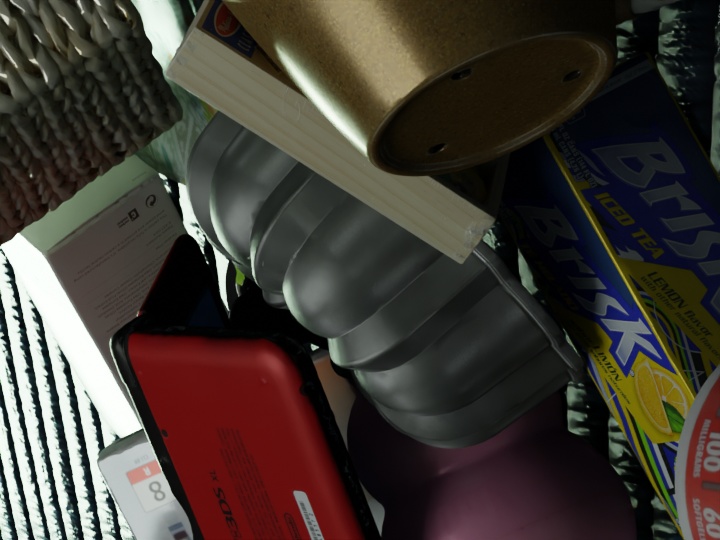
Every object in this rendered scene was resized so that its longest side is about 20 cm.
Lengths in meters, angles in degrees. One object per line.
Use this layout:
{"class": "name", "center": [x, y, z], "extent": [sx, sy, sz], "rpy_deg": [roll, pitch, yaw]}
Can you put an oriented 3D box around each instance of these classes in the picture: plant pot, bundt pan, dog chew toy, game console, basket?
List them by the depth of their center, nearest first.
{"class": "plant pot", "center": [0.008, -0.141, 0.819], "extent": [0.200, 0.186, 0.186], "rpy_deg": [68, 156, 20]}
{"class": "bundt pan", "center": [0.000, 0.000, 0.987], "extent": [0.202, 0.076, 0.202], "rpy_deg": [46, 176, 4]}
{"class": "dog chew toy", "center": [0.051, 0.086, 1.116], "extent": [0.200, 0.124, 0.125], "rpy_deg": [66, 153, 10]}
{"class": "game console", "center": [-0.030, 0.091, 1.123], "extent": [0.172, 0.119, 0.200], "rpy_deg": [0, 120, 43]}
{"class": "basket", "center": [-0.208, -0.126, 1.151], "extent": [0.200, 0.161, 0.198], "rpy_deg": [57, 176, 11]}

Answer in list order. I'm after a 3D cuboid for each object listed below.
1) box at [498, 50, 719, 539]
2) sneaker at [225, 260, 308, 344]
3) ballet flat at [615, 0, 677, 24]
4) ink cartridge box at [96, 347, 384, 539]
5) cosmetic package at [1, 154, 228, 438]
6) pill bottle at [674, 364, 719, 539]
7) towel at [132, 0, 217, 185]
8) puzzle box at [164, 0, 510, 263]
{"class": "box", "center": [0.130, 0.016, 0.962], "extent": [0.200, 0.070, 0.064], "rpy_deg": [60, 152, 2]}
{"class": "sneaker", "center": [-0.044, 0.007, 1.235], "extent": [0.072, 0.083, 0.200], "rpy_deg": [63, 153, -1]}
{"class": "ballet flat", "center": [0.120, -0.147, 0.855], "extent": [0.072, 0.068, 0.200], "rpy_deg": [31, 140, 14]}
{"class": "ink cartridge box", "center": [-0.035, 0.158, 1.293], "extent": [0.162, 0.050, 0.200], "rpy_deg": [-25, 91, 19]}
{"class": "cosmetic package", "center": [-0.134, 0.019, 1.349], "extent": [0.108, 0.085, 0.200], "rpy_deg": [34, 155, 49]}
{"class": "pill bottle", "center": [0.216, 0.082, 0.828], "extent": [0.200, 0.116, 0.116], "rpy_deg": [2, 117, 59]}
{"class": "towel", "center": [-0.109, -0.137, 1.253], "extent": [0.171, 0.048, 0.200], "rpy_deg": [29, 138, 45]}
{"class": "puzzle box", "center": [0.003, -0.091, 0.923], "extent": [0.133, 0.200, 0.025], "rpy_deg": [31, 118, -9]}
